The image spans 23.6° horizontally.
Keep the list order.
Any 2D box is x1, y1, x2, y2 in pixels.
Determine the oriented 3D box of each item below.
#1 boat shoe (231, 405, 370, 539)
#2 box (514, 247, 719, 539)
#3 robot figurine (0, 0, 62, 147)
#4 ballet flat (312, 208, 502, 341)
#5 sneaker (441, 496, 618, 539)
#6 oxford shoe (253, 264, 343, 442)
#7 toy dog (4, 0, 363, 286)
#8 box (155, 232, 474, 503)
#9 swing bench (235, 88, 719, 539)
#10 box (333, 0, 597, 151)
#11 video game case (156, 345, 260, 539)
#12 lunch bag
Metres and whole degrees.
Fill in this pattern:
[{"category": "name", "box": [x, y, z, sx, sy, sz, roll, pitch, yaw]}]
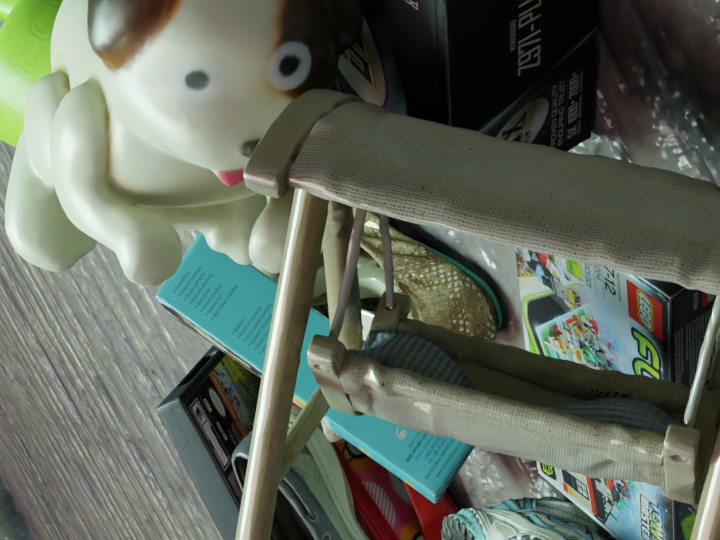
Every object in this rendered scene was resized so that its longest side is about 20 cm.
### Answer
[{"category": "boat shoe", "box": [-0.028, 0.188, 1.114, 0.072, 0.065, 0.201, -11, 104, 50]}, {"category": "box", "box": [0.126, 0.052, 0.835, 0.110, 0.035, 0.201, 39, 150, 42]}, {"category": "robot figurine", "box": [-0.156, -0.112, 1.078, 0.199, 0.176, 0.116, 26, 177, 6]}, {"category": "ballet flat", "box": [0.000, 0.000, 1.005, 0.200, 0.065, 0.071, 32, 146, 51]}, {"category": "sneaker", "box": [0.118, 0.155, 0.918, 0.200, 0.086, 0.078, 19, 125, 66]}, {"category": "oxford shoe", "box": [-0.050, 0.018, 1.103, 0.200, 0.074, 0.071, 53, -174, 20]}, {"category": "toy dog", "box": [-0.068, -0.086, 0.758, 0.200, 0.139, 0.195, 165, 110, -71]}, {"category": "box", "box": [-0.023, 0.059, 1.018, 0.200, 0.049, 0.082, 35, 173, 8]}, {"category": "swing bench", "box": [0.066, 0.029, 0.691, 0.198, 0.130, 0.201, 16, 126, 15]}, {"category": "box", "box": [0.009, -0.151, 0.766, 0.200, 0.086, 0.164, 45, 155, 34]}, {"category": "video game case", "box": [-0.077, 0.161, 1.300, 0.201, 0.025, 0.181, 63, -166, -7]}, {"category": "lunch bag", "box": [0.010, 0.167, 1.186, 0.200, 0.082, 0.176, 55, 154, 11]}]
